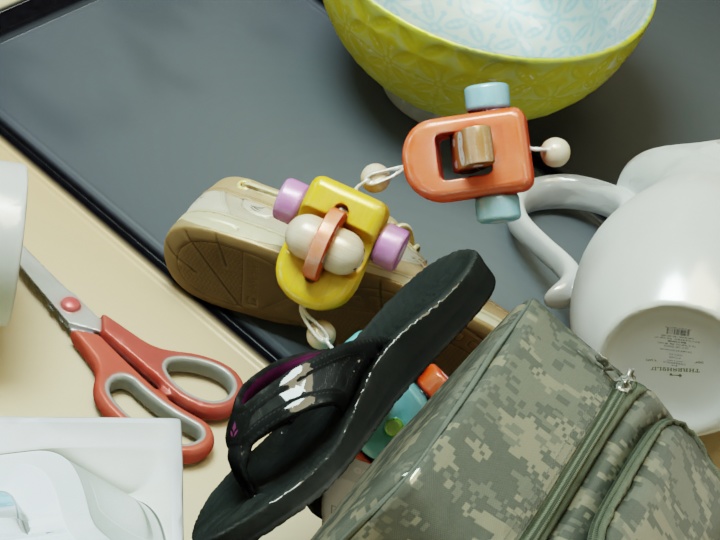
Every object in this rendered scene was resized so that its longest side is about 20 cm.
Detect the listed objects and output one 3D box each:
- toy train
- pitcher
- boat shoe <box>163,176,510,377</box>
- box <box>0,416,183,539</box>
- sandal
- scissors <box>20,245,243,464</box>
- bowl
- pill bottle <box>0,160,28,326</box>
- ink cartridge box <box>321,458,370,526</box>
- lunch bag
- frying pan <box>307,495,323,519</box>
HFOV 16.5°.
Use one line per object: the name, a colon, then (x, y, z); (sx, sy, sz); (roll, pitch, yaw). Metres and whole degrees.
toy train: (0.029, 0.008, 1.218); (0.150, 0.056, 0.200); (-2, 86, 8)
pitcher: (0.154, 0.002, 1.333); (0.171, 0.121, 0.200); (1, 29, 13)
boat shoe: (0.000, 0.000, 1.299); (0.200, 0.074, 0.069); (22, 48, 6)
box: (-0.174, 0.156, 1.044); (0.200, 0.097, 0.177); (2, 43, -6)
sandal: (-0.018, 0.052, 1.124); (0.048, 0.075, 0.200); (51, 57, -14)
scissors: (-0.145, 0.029, 1.264); (0.200, 0.014, 0.073); (35, 46, 16)
bowl: (0.063, -0.146, 1.450); (0.200, 0.108, 0.200); (10, 42, -9)
pill bottle: (-0.266, -0.025, 1.208); (0.200, 0.111, 0.111); (6, 43, -11)
ink cartridge box: (0.061, 0.180, 1.113); (0.200, 0.044, 0.174); (21, 32, -13)
lunch bag: (0.076, 0.130, 1.035); (0.168, 0.139, 0.200); (42, 31, 0)
frying pan: (0.072, 0.153, 1.181); (0.190, 0.031, 0.115); (-4, 55, -24)
